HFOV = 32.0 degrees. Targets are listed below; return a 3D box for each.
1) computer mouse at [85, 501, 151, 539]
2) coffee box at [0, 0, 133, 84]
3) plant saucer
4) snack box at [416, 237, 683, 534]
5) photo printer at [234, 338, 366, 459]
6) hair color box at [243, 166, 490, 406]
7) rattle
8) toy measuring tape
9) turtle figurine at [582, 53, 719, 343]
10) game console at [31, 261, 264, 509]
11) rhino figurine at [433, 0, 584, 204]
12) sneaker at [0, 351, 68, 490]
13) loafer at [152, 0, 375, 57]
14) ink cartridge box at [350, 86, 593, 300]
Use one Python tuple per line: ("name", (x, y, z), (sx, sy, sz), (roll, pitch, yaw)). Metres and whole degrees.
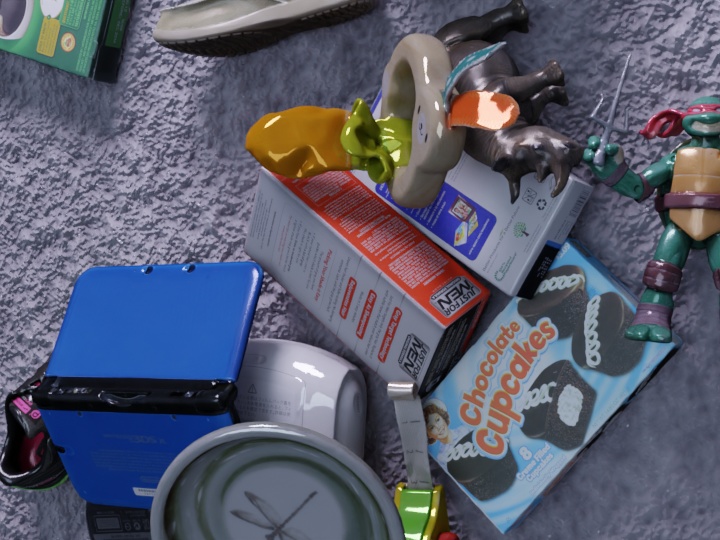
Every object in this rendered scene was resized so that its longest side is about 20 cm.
("computer mouse", (-0.193, 0.268, 1.125), (0.137, 0.053, 0.203), (-2, 100, 28))
("coffee box", (-0.302, -0.259, 1.172), (0.198, 0.044, 0.125), (19, 98, 24))
("plant saucer", (-0.059, 0.196, 0.957), (0.197, 0.050, 0.203), (4, 113, 9))
("snack box", (0.137, 0.088, 0.963), (0.116, 0.037, 0.201), (45, 109, 20))
("photo printer", (-0.076, 0.159, 1.051), (0.164, 0.069, 0.204), (4, 92, 28))
("hair color box", (0.000, 0.000, 0.995), (0.200, 0.061, 0.102), (42, 141, 20))
("rattle", (0.011, -0.113, 0.878), (0.141, 0.200, 0.132), (18, 93, -13))
("toy measuring tape", (0.038, 0.189, 0.967), (0.073, 0.074, 0.203), (1, 112, 26))
("turtle figurine", (0.238, -0.050, 0.878), (0.148, 0.100, 0.204), (0, 87, 32))
("game console", (-0.160, 0.098, 1.047), (0.197, 0.119, 0.173), (-1, 120, 30))
("rhino figurine", (0.107, -0.120, 0.914), (0.086, 0.060, 0.202), (-25, 50, 6))
("sneaker", (-0.272, 0.117, 1.140), (0.076, 0.084, 0.202), (28, 103, 22))
("loafer", (-0.083, -0.229, 1.053), (0.197, 0.076, 0.069), (-10, 85, 17))
("ink cartridge box", (0.077, -0.070, 0.977), (0.199, 0.039, 0.100), (38, 106, 34))
